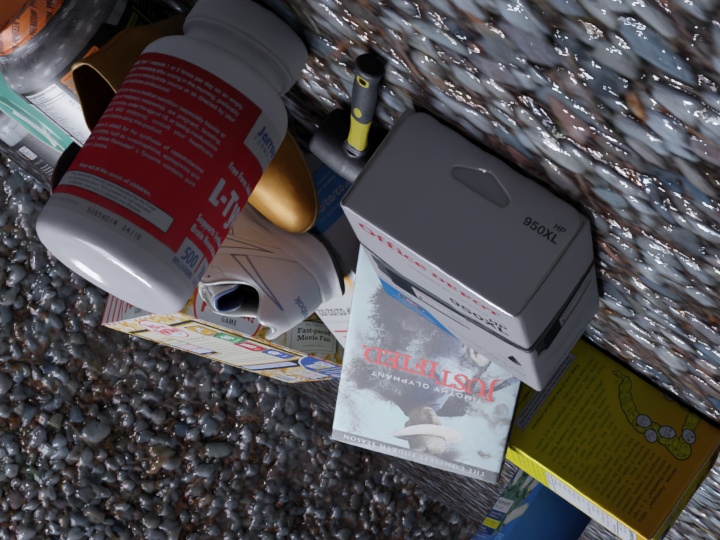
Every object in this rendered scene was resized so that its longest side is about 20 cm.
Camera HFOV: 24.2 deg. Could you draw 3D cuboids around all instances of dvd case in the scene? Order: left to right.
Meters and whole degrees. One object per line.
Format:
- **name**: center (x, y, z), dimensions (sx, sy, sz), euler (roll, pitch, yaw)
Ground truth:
- **dvd case**: center (0.058, 0.071, 1.321), dimensions (0.146, 0.022, 0.200), euler (15, 126, 8)

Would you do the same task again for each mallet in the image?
- **mallet**: center (0.009, -0.097, 1.132), dimensions (0.066, 0.041, 0.200), euler (38, 168, -1)

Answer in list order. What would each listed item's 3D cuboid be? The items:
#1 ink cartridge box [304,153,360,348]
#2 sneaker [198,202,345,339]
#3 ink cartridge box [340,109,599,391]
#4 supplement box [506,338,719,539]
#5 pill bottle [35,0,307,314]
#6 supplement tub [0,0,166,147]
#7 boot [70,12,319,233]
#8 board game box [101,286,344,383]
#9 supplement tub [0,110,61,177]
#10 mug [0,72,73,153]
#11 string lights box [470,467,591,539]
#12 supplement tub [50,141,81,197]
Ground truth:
- **ink cartridge box**: center (0.000, 0.000, 1.377), dimensions (0.200, 0.068, 0.115), euler (51, 156, -16)
- **sneaker**: center (-0.106, -0.014, 1.333), dimensions (0.200, 0.087, 0.075), euler (27, 149, 38)
- **ink cartridge box**: center (0.080, -0.009, 1.146), dimensions (0.145, 0.084, 0.200), euler (33, 171, 18)
- **supplement box**: center (0.189, 0.133, 1.405), dimensions (0.200, 0.110, 0.109), euler (34, 172, 16)
- **pill bottle**: center (-0.119, -0.081, 1.114), dimensions (0.112, 0.200, 0.112), euler (27, 165, 8)
- **supplement tub**: center (-0.195, -0.155, 1.319), dimensions (0.200, 0.123, 0.122), euler (42, 170, -31)
- **boot**: center (-0.123, -0.086, 1.226), dimensions (0.071, 0.144, 0.201), euler (-26, 102, 38)
- **board game box**: center (-0.105, 0.050, 1.476), dimensions (0.200, 0.046, 0.151), euler (20, 164, -29)
- **supplement tub**: center (-0.269, -0.133, 1.734), dimensions (0.200, 0.123, 0.123), euler (40, 171, -20)
- **mug**: center (-0.254, -0.168, 1.507), dimensions (0.185, 0.114, 0.152), euler (30, 169, 38)
- **string lights box**: center (0.176, 0.205, 1.537), dimensions (0.059, 0.200, 0.103), euler (36, 171, -7)
- **supplement tub**: center (-0.194, -0.044, 1.504), dimensions (0.107, 0.107, 0.200), euler (33, 169, 23)
